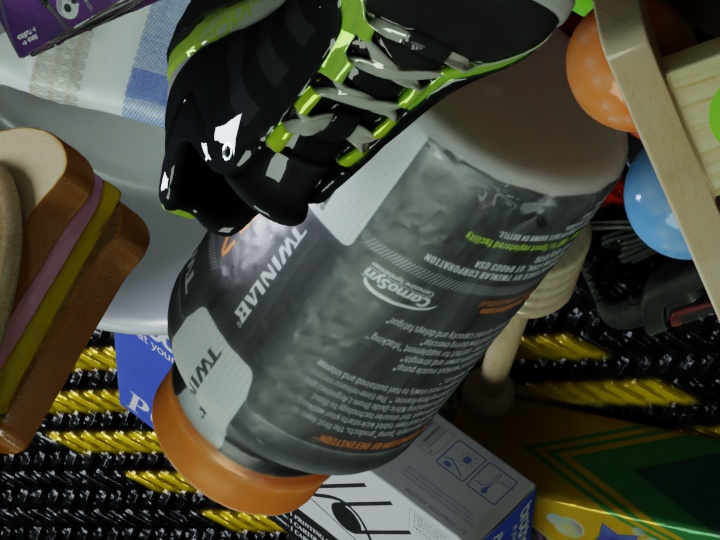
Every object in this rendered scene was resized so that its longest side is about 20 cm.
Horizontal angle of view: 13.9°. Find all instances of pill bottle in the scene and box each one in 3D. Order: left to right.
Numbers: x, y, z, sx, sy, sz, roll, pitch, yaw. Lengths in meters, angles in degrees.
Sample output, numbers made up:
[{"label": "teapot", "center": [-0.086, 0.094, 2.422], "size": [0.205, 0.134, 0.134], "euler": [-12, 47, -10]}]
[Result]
[{"label": "pill bottle", "center": [0.000, 0.000, 1.036], "size": [0.106, 0.106, 0.200], "euler": [31, 126, -7]}]

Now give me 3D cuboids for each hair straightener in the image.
[{"label": "hair straightener", "center": [0.140, -0.021, 1.094], "size": [0.200, 0.041, 0.077], "euler": [-14, 129, 47]}]

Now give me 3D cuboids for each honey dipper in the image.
[{"label": "honey dipper", "center": [0.061, 0.021, 1.156], "size": [0.038, 0.038, 0.200], "euler": [21, 159, 6]}]

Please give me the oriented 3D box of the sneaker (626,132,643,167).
[{"label": "sneaker", "center": [0.174, -0.045, 0.983], "size": [0.200, 0.078, 0.070], "euler": [-9, 131, 27]}]

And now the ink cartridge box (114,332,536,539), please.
[{"label": "ink cartridge box", "center": [-0.018, 0.072, 1.234], "size": [0.200, 0.044, 0.094], "euler": [36, 150, 24]}]

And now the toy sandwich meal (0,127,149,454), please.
[{"label": "toy sandwich meal", "center": [-0.157, 0.043, 1.079], "size": [0.070, 0.205, 0.205], "euler": [27, 147, -27]}]

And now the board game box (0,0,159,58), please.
[{"label": "board game box", "center": [-0.006, -0.122, 0.864], "size": [0.200, 0.120, 0.032], "euler": [-24, 98, 41]}]

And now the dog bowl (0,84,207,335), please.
[{"label": "dog bowl", "center": [-0.106, -0.069, 1.137], "size": [0.200, 0.079, 0.200], "euler": [17, 144, 13]}]

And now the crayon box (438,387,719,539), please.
[{"label": "crayon box", "center": [0.107, 0.120, 1.270], "size": [0.200, 0.052, 0.126], "euler": [11, 142, 20]}]

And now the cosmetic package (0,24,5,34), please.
[{"label": "cosmetic package", "center": [-0.142, -0.115, 0.918], "size": [0.113, 0.200, 0.081], "euler": [-27, 90, 8]}]

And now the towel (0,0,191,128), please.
[{"label": "towel", "center": [-0.119, -0.138, 1.025], "size": [0.200, 0.147, 0.024], "euler": [17, -175, 9]}]

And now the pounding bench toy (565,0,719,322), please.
[{"label": "pounding bench toy", "center": [0.128, -0.104, 0.868], "size": [0.156, 0.124, 0.200], "euler": [-18, 131, 12]}]

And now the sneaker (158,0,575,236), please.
[{"label": "sneaker", "center": [-0.003, -0.051, 0.892], "size": [0.072, 0.083, 0.200], "euler": [22, 160, -23]}]
